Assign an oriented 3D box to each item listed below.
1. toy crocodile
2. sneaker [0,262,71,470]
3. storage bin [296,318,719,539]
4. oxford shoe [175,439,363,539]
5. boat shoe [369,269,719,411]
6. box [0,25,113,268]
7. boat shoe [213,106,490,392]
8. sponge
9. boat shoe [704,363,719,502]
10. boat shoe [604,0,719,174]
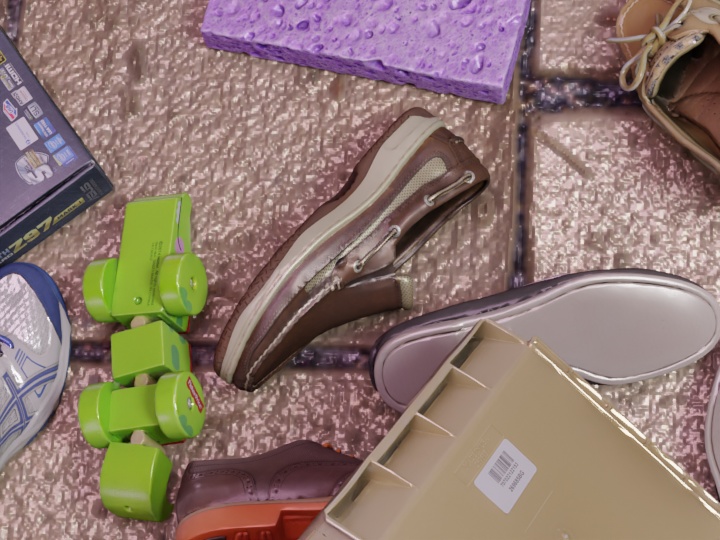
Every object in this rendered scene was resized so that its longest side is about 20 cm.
[{"bbox_3d":[-0.123,0.048,1.201,0.067,0.062,0.201,-9,65,20],"label":"toy crocodile"},{"bbox_3d":[-0.231,0.082,1.191,0.075,0.088,0.201,15,73,16],"label":"sneaker"},{"bbox_3d":[0.079,0.155,1.024,0.198,0.094,0.200,42,41,2],"label":"storage bin"},{"bbox_3d":[-0.006,0.124,1.151,0.199,0.072,0.073,-3,48,-4],"label":"oxford shoe"},{"bbox_3d":[0.102,0.034,1.161,0.199,0.057,0.067,-11,105,1],"label":"boat shoe"},{"bbox_3d":[-0.273,-0.086,1.273,0.157,0.051,0.200,-36,70,-2],"label":"box"},{"bbox_3d":[0.000,-0.002,1.189,0.075,0.075,0.203,37,81,13],"label":"boat shoe"},{"bbox_3d":[0.007,-0.176,1.268,0.199,0.030,0.112,12,74,13],"label":"sponge"},{"bbox_3d":[0.231,0.124,1.124,0.067,0.057,0.201,-10,65,29],"label":"boat shoe"},{"bbox_3d":[0.198,-0.107,1.161,0.073,0.062,0.200,-59,41,21],"label":"boat shoe"}]
